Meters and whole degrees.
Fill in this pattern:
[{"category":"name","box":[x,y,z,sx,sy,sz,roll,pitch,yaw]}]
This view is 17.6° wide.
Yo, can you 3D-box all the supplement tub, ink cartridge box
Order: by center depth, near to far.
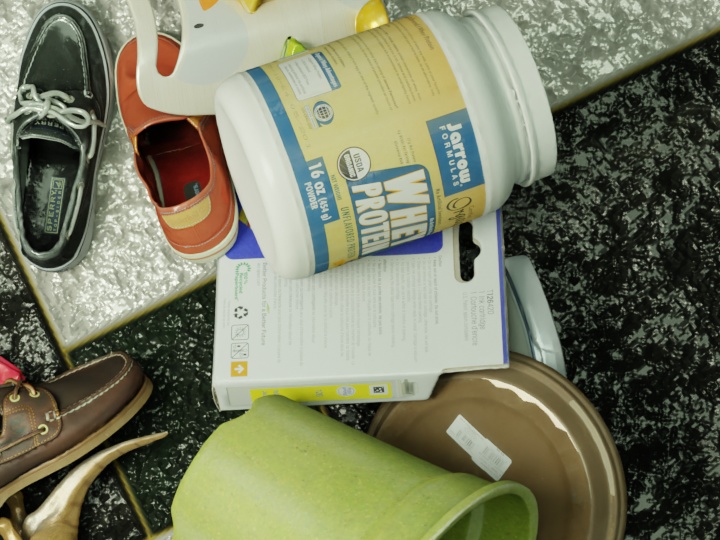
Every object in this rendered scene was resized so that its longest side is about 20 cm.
[{"category":"supplement tub","box":[0.016,-0.089,1.558,0.200,0.145,0.145,-19,80,-9]},{"category":"ink cartridge box","box":[0.000,0.000,1.611,0.200,0.047,0.198,-1,55,2]}]

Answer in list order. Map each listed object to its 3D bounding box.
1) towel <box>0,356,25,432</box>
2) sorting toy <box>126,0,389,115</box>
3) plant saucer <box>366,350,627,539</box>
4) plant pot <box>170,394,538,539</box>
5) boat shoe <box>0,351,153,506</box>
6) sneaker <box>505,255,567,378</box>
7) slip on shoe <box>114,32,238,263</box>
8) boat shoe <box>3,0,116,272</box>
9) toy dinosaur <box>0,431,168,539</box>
[{"category":"towel","box":[-0.344,0.123,1.647,0.145,0.022,0.200,32,83,8]},{"category":"sorting toy","box":[-0.086,-0.186,1.624,0.180,0.107,0.200,-14,79,-21]},{"category":"plant saucer","box":[0.083,0.153,1.578,0.200,0.029,0.200,3,96,28]},{"category":"plant pot","box":[-0.017,0.180,1.511,0.184,0.200,0.200,31,83,26]},{"category":"boat shoe","box":[-0.239,0.112,1.606,0.200,0.070,0.070,-35,112,-16]},{"category":"sneaker","box":[0.107,0.090,1.610,0.071,0.073,0.200,-8,80,-2]},{"category":"slip on shoe","box":[-0.132,-0.097,1.634,0.074,0.061,0.200,-21,54,5]},{"category":"boat shoe","box":[-0.220,-0.101,1.660,0.074,0.068,0.200,7,81,4]},{"category":"toy dinosaur","box":[-0.220,0.183,1.627,0.106,0.060,0.200,21,92,-6]}]
